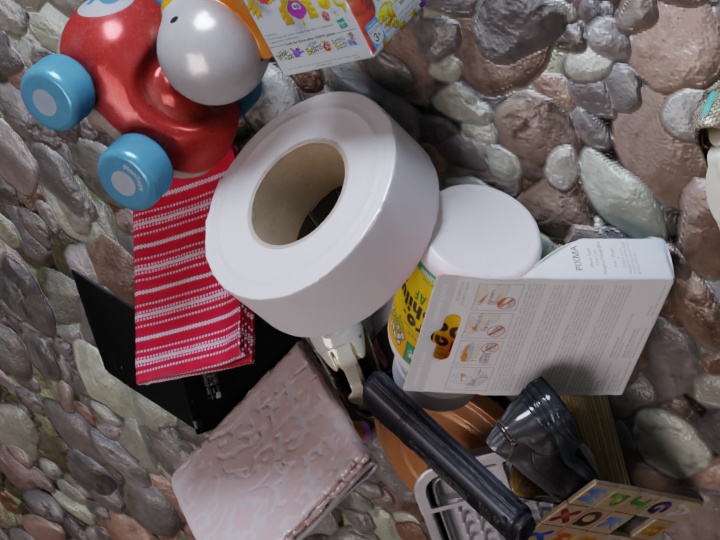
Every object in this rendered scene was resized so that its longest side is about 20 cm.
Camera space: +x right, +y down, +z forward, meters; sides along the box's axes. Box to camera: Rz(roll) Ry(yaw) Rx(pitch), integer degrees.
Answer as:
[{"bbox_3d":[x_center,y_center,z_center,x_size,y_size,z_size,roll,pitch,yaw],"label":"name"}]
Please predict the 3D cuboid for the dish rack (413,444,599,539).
[{"bbox_3d":[0.151,0.236,1.556,0.170,0.044,0.201,-13,122,10],"label":"dish rack"}]

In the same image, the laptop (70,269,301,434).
[{"bbox_3d":[-0.169,0.066,1.667,0.188,0.198,0.117,83,166,-54],"label":"laptop"}]

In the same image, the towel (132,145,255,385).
[{"bbox_3d":[-0.156,-0.005,1.494,0.144,0.202,0.022,-13,163,35],"label":"towel"}]

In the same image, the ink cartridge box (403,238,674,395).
[{"bbox_3d":[0.142,0.040,1.355,0.198,0.048,0.161,2,140,-10],"label":"ink cartridge box"}]

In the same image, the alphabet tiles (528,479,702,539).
[{"bbox_3d":[0.192,0.253,1.487,0.200,0.166,0.008,-43,52,29],"label":"alphabet tiles"}]

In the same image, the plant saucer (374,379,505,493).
[{"bbox_3d":[0.095,0.188,1.622,0.199,0.032,0.202,27,140,24],"label":"plant saucer"}]

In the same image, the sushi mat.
[{"bbox_3d":[0.191,0.130,1.511,0.095,0.012,0.201,7,130,36],"label":"sushi mat"}]

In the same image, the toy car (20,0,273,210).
[{"bbox_3d":[-0.148,-0.188,1.364,0.177,0.185,0.200,46,136,-5],"label":"toy car"}]

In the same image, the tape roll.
[{"bbox_3d":[-0.035,-0.048,1.374,0.201,0.204,0.071,-1,152,40],"label":"tape roll"}]

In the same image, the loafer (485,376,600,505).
[{"bbox_3d":[0.159,0.169,1.419,0.073,0.072,0.201,52,175,43],"label":"loafer"}]

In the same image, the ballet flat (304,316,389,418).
[{"bbox_3d":[-0.013,0.076,1.546,0.068,0.072,0.201,-20,141,6],"label":"ballet flat"}]

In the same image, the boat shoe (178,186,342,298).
[{"bbox_3d":[-0.097,-0.029,1.525,0.199,0.068,0.072,-37,111,14],"label":"boat shoe"}]

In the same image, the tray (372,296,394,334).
[{"bbox_3d":[0.000,0.000,1.518,0.106,0.022,0.200,19,144,-15],"label":"tray"}]

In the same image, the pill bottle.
[{"bbox_3d":[0.084,0.031,1.427,0.112,0.113,0.201,30,141,13],"label":"pill bottle"}]

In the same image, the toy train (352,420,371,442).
[{"bbox_3d":[-0.071,0.174,1.666,0.198,0.150,0.056,-12,95,30],"label":"toy train"}]

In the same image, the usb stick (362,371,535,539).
[{"bbox_3d":[0.075,0.162,1.434,0.200,0.033,0.056,42,161,26],"label":"usb stick"}]

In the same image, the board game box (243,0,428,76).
[{"bbox_3d":[-0.044,-0.268,1.258,0.104,0.103,0.201,-5,124,42],"label":"board game box"}]

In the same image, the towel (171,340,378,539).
[{"bbox_3d":[-0.088,0.192,1.584,0.032,0.200,0.191,38,-170,-40],"label":"towel"}]

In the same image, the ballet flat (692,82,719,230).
[{"bbox_3d":[0.290,-0.041,1.216,0.067,0.075,0.201,-5,123,41],"label":"ballet flat"}]
